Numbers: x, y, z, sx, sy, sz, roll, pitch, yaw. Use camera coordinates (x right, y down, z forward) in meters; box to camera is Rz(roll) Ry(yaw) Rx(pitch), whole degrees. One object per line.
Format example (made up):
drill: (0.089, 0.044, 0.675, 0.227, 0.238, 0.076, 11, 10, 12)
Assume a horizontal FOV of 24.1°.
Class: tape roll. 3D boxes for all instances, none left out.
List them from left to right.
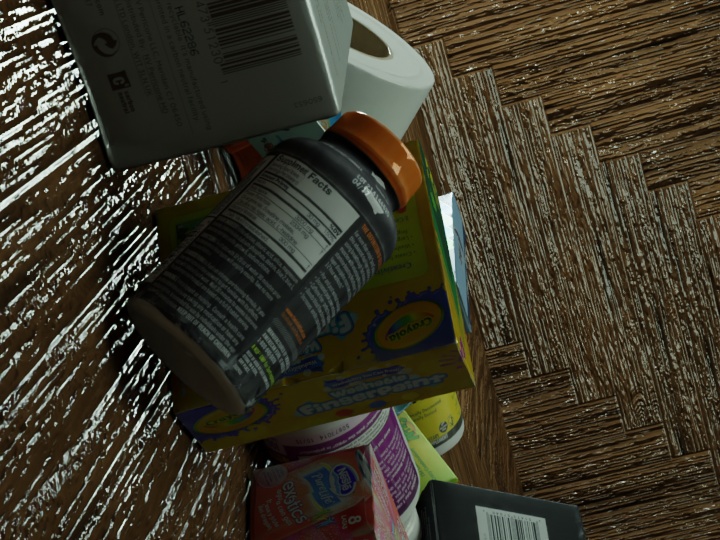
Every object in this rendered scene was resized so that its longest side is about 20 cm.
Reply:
tape roll: (-0.030, -0.204, 1.620, 0.201, 0.071, 0.203, 26, 22, -12)

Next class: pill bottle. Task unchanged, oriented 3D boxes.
pill bottle: (-0.048, -0.012, 1.088, 0.106, 0.200, 0.106, 38, -19, 16)
pill bottle: (-0.014, 0.156, 1.379, 0.113, 0.111, 0.201, -93, 166, -53)
pill bottle: (0.035, 0.099, 1.808, 0.111, 0.110, 0.201, -84, 158, -67)

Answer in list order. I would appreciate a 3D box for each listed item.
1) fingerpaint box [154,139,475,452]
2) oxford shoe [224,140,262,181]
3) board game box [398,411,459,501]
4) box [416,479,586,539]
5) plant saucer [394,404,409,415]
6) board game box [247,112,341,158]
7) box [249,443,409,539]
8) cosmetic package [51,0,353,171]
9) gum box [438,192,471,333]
fingerpaint box: (-0.033, 0.019, 1.177, 0.073, 0.198, 0.168, 62, 15, -58)
oxford shoe: (-0.078, -0.090, 1.512, 0.073, 0.071, 0.201, -94, 167, -69)
board game box: (0.036, 0.185, 1.600, 0.200, 0.047, 0.102, 50, -22, 51)
box: (0.099, 0.297, 1.492, 0.105, 0.147, 0.201, -95, -159, -49)
plant saucer: (0.027, 0.032, 1.462, 0.019, 0.070, 0.201, 24, -37, 40)
board game box: (-0.097, -0.193, 1.383, 0.200, 0.064, 0.148, 49, 23, -32)
box: (-0.009, 0.243, 1.303, 0.095, 0.102, 0.201, -94, 168, -51)
cosmetic package: (-0.106, -0.195, 1.167, 0.200, 0.165, 0.169, -84, 158, -65)
gum box: (-0.017, 0.016, 1.293, 0.170, 0.198, 0.045, -85, 159, -65)
